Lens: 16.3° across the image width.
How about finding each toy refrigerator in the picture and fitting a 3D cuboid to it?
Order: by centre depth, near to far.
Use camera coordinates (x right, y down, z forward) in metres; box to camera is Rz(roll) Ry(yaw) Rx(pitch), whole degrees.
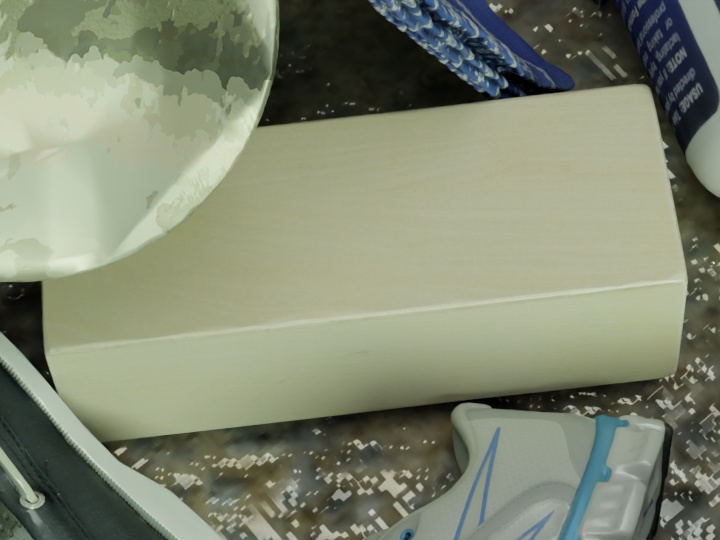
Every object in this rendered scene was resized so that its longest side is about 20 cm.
[{"bbox_3d":[0.000,0.000,0.809,0.198,0.070,0.076,-7,59,0],"label":"toy refrigerator"}]

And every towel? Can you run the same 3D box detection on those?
[{"bbox_3d":[-0.002,-0.117,0.797,0.024,0.200,0.145,-42,72,8],"label":"towel"}]

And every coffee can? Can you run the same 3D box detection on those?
[{"bbox_3d":[-0.108,-0.101,0.760,0.145,0.147,0.200,-13,24,-5],"label":"coffee can"}]

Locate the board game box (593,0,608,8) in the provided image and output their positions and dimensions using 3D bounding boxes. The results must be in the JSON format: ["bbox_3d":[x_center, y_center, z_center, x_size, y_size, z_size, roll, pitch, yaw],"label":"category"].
[{"bbox_3d":[0.129,-0.199,0.913,0.199,0.028,0.136,-32,71,-11],"label":"board game box"}]

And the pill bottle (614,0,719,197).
[{"bbox_3d":[0.141,-0.091,0.799,0.115,0.116,0.201,-20,75,-7],"label":"pill bottle"}]

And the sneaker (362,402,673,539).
[{"bbox_3d":[0.029,0.123,0.757,0.086,0.075,0.201,14,52,13],"label":"sneaker"}]

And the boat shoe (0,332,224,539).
[{"bbox_3d":[-0.118,0.069,0.772,0.199,0.076,0.060,33,42,17],"label":"boat shoe"}]
